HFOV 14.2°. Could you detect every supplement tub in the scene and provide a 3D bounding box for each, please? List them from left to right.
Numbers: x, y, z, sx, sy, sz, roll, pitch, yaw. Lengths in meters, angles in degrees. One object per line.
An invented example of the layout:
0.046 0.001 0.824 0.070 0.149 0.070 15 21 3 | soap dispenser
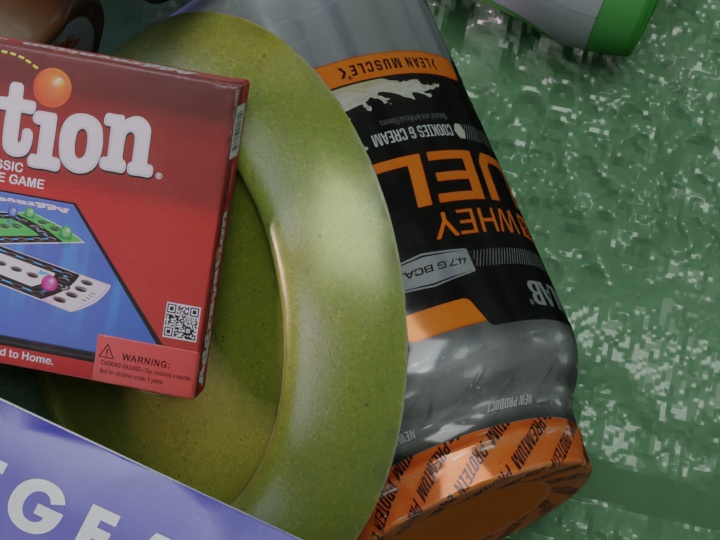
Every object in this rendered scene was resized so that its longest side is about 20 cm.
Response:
0.000 0.000 1.020 0.122 0.123 0.201 -20 73 -11 | supplement tub

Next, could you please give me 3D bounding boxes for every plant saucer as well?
-0.060 0.014 0.975 0.031 0.200 0.201 -8 67 -39 | plant saucer

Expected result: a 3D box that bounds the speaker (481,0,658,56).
0.028 -0.156 1.102 0.199 0.089 0.089 26 70 5 | speaker

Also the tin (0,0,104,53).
-0.153 -0.019 0.996 0.042 0.112 0.200 32 103 2 | tin

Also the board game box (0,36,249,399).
-0.141 -0.027 0.926 0.199 0.019 0.103 10 99 7 | board game box

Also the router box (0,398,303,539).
-0.097 0.103 0.943 0.199 0.180 0.049 24 69 5 | router box

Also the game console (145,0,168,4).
-0.138 -0.134 1.002 0.118 0.200 0.171 -41 91 14 | game console
